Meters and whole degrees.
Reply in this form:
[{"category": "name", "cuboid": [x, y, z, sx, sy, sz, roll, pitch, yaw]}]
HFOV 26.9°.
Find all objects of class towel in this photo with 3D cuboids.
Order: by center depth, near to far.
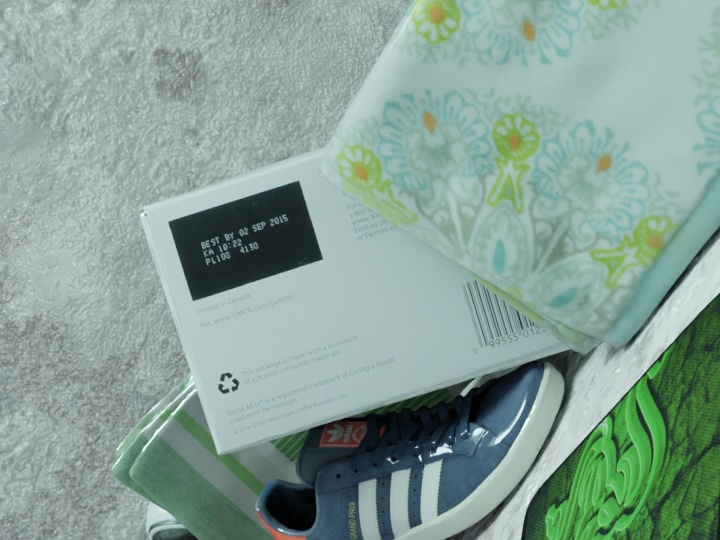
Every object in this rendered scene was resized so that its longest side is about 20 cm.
[{"category": "towel", "cuboid": [0.094, -0.076, 0.674, 0.201, 0.171, 0.048, -57, 1, 28]}, {"category": "towel", "cuboid": [-0.034, 0.086, 0.907, 0.200, 0.153, 0.023, -47, 29, -2]}]

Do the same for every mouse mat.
[{"category": "mouse mat", "cuboid": [0.094, 0.110, 0.579, 0.161, 0.007, 0.200, -55, 7, 36]}]

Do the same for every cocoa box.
[{"category": "cocoa box", "cuboid": [0.000, 0.000, 0.802, 0.198, 0.134, 0.131, -17, 2, -3]}]

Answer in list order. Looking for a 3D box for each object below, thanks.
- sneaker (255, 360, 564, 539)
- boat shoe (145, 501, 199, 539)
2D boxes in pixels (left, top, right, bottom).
[{"category": "sneaker", "cuboid": [0.018, 0.098, 0.792, 0.200, 0.084, 0.075, -43, 12, 30]}, {"category": "boat shoe", "cuboid": [-0.088, 0.218, 0.985, 0.201, 0.071, 0.071, 66, -154, -47]}]
